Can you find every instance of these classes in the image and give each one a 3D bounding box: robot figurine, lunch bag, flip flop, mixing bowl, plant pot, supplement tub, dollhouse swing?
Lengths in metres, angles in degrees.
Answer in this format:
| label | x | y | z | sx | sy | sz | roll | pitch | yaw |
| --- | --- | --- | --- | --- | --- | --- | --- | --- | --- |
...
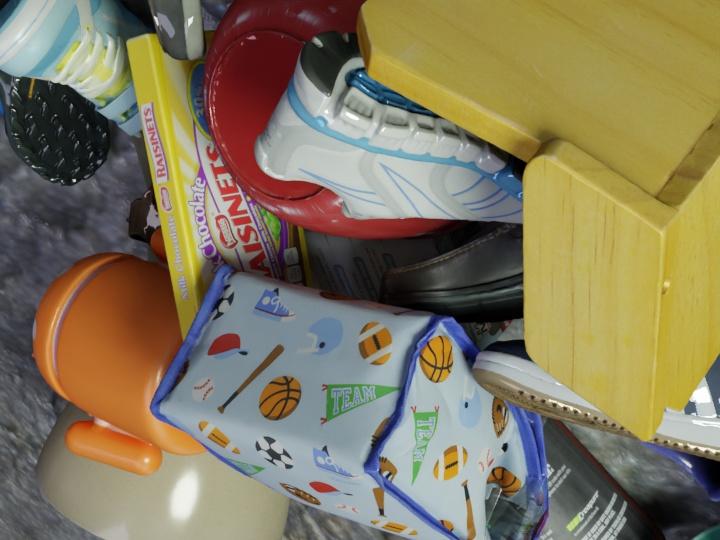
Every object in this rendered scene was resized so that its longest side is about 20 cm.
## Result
| label | x | y | z | sx | sy | sz | roll | pitch | yaw |
| --- | --- | --- | --- | --- | --- | --- | --- | --- | --- |
| robot figurine | -0.146 | 0.057 | 1.036 | 0.200 | 0.117 | 0.144 | 21 | 124 | 36 |
| lunch bag | 0.007 | 0.092 | 0.895 | 0.170 | 0.124 | 0.200 | 13 | 157 | 37 |
| flip flop | -0.141 | -0.026 | 1.110 | 0.081 | 0.058 | 0.200 | 29 | 140 | 18 |
| mixing bowl | -0.015 | -0.097 | 0.850 | 0.200 | 0.108 | 0.201 | 15 | 117 | 32 |
| plant pot | -0.135 | 0.120 | 1.162 | 0.200 | 0.200 | 0.135 | 25 | 104 | 21 |
| supplement tub | 0.106 | 0.146 | 1.016 | 0.200 | 0.107 | 0.107 | 48 | 142 | -4 |
| dollhouse swing | 0.109 | -0.061 | 0.743 | 0.176 | 0.200 | 0.182 | 19 | 136 | 26 |

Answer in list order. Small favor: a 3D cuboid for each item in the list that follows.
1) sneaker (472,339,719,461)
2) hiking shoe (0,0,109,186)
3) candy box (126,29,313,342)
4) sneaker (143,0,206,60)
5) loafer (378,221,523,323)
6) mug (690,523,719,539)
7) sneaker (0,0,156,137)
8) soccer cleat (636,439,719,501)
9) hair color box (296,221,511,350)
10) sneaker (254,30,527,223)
| label | x | y | z | sx | sy | sz | roll | pitch | yaw |
| --- | --- | --- | --- | --- | --- | --- | --- | --- | --- |
| sneaker | 0.163 | 0.040 | 0.830 | 0.200 | 0.109 | 0.070 | 15 | 174 | -14 |
| hiking shoe | -0.244 | -0.150 | 1.089 | 0.200 | 0.074 | 0.087 | 63 | 178 | -42 |
| candy box | -0.083 | -0.050 | 0.940 | 0.026 | 0.102 | 0.200 | -8 | 94 | 46 |
| sneaker | -0.163 | -0.199 | 0.876 | 0.075 | 0.106 | 0.200 | 102 | 146 | -74 |
| loafer | 0.103 | -0.016 | 0.859 | 0.200 | 0.073 | 0.072 | -13 | 77 | 16 |
| mug | 0.230 | 0.246 | 0.953 | 0.185 | 0.152 | 0.115 | 18 | 142 | 1 |
| sneaker | -0.165 | -0.134 | 0.957 | 0.080 | 0.200 | 0.131 | -43 | 103 | 14 |
| soccer cleat | 0.166 | 0.052 | 0.892 | 0.200 | 0.084 | 0.065 | 44 | 142 | 1 |
| hair color box | 0.000 | 0.000 | 1.009 | 0.200 | 0.061 | 0.099 | 1 | 125 | 41 |
| sneaker | 0.034 | -0.055 | 0.769 | 0.200 | 0.075 | 0.087 | 18 | 136 | -30 |
